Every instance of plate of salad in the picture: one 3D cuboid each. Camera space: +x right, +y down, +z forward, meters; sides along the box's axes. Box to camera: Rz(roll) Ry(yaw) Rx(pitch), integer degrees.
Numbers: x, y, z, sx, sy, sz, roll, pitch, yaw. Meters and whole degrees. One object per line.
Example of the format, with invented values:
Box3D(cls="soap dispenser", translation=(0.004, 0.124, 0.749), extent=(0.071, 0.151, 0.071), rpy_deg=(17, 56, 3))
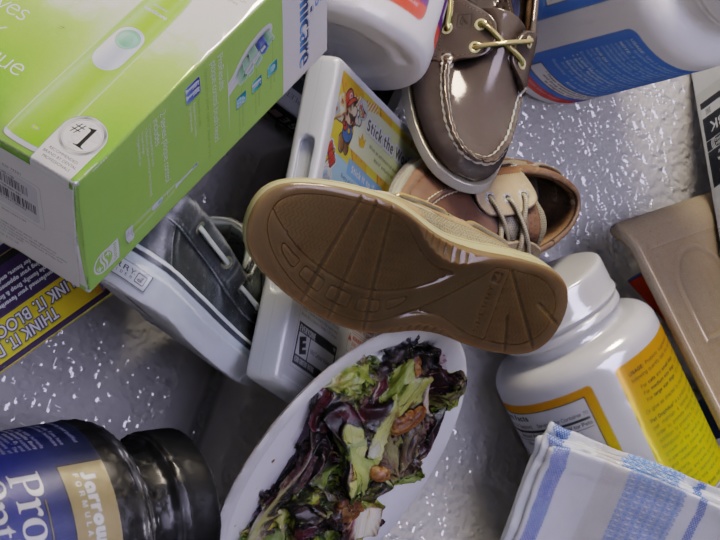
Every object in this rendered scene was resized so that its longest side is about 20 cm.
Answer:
Box3D(cls="plate of salad", translation=(-0.004, 0.118, 1.242), extent=(0.200, 0.048, 0.201), rpy_deg=(-35, 146, -28))

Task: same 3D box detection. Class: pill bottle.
Box3D(cls="pill bottle", translation=(-0.176, 0.136, 1.140), extent=(0.199, 0.112, 0.113), rpy_deg=(-8, 89, -36))
Box3D(cls="pill bottle", translation=(0.155, 0.094, 1.387), extent=(0.109, 0.109, 0.201), rpy_deg=(-35, 105, -33))
Box3D(cls="pill bottle", translation=(0.178, -0.172, 1.379), extent=(0.112, 0.199, 0.113), rpy_deg=(5, 82, -35))
Box3D(cls="pill bottle", translation=(0.011, -0.215, 1.289), extent=(0.111, 0.111, 0.201), rpy_deg=(28, 69, -30))

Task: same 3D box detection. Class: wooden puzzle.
Box3D(cls="wooden puzzle", translation=(0.253, 0.045, 1.468), extent=(0.185, 0.046, 0.201), rpy_deg=(-17, 74, -50))

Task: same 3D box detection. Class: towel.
Box3D(cls="towel", translation=(0.176, 0.188, 1.344), extent=(0.199, 0.024, 0.148), rpy_deg=(21, 112, 1))

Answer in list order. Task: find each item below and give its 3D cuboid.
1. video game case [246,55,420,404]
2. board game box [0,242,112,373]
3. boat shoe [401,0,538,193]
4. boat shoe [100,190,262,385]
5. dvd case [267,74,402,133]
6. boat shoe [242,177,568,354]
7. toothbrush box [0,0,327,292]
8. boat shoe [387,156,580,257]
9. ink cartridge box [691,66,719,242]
Box3D(cls="video game case", translation=(0.000, 0.000, 1.280), extent=(0.200, 0.023, 0.183), rpy_deg=(39, 59, -61))
Box3D(cls="board game box", translation=(-0.210, -0.035, 1.170), extent=(0.200, 0.057, 0.166), rpy_deg=(-36, 108, -34))
Box3D(cls="boat shoe", translation=(0.071, -0.137, 1.315), extent=(0.071, 0.060, 0.201), rpy_deg=(24, 50, -21))
Box3D(cls="boat shoe", translation=(-0.079, 0.007, 1.190), extent=(0.072, 0.200, 0.071), rpy_deg=(33, 84, 17))
Box3D(cls="dvd case", translation=(-0.017, -0.181, 1.348), extent=(0.150, 0.025, 0.201), rpy_deg=(36, 65, -27))
Box3D(cls="boat shoe", translation=(0.016, -0.006, 1.194), extent=(0.199, 0.065, 0.072), rpy_deg=(21, 104, -32))
Box3D(cls="toothbrush box", translation=(-0.130, -0.110, 1.106), extent=(0.145, 0.086, 0.200), rpy_deg=(30, 56, 20))
Box3D(cls="boat shoe", translation=(0.073, -0.033, 1.320), extent=(0.200, 0.071, 0.076), rpy_deg=(-27, 118, -60))
Box3D(cls="ink cartridge box", translation=(0.277, -0.049, 1.494), extent=(0.099, 0.039, 0.201), rpy_deg=(22, 48, -33))
